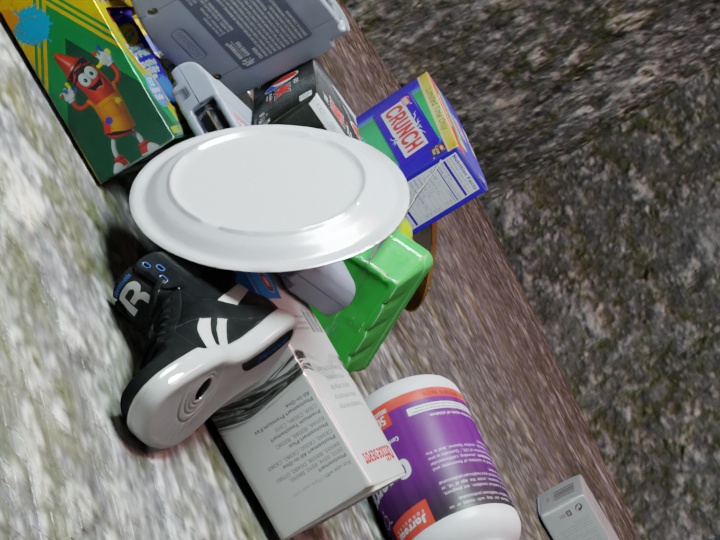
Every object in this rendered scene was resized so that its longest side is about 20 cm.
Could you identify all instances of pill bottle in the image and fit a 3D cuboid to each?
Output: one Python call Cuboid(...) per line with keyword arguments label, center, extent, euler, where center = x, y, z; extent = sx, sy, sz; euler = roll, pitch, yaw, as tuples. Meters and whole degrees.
Cuboid(label="pill bottle", center=(0.070, 0.199, 1.716), extent=(0.112, 0.112, 0.201), euler=(46, 16, -56))

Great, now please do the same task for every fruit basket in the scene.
Cuboid(label="fruit basket", center=(0.000, 0.000, 1.701), extent=(0.093, 0.186, 0.200), euler=(30, 26, -4))

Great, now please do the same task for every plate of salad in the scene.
Cuboid(label="plate of salad", center=(-0.064, -0.046, 1.382), extent=(0.201, 0.198, 0.048), euler=(-108, -165, -54))

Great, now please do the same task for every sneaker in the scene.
Cuboid(label="sneaker", center=(-0.132, 0.046, 1.283), extent=(0.112, 0.073, 0.200), euler=(34, 23, 13))

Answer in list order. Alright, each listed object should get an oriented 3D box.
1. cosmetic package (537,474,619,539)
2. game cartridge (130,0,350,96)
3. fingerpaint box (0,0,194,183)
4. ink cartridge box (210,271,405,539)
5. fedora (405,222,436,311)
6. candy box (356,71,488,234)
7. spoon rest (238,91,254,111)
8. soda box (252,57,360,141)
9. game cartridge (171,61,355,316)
Cuboid(label="cosmetic package", center=(0.319, 0.386, 2.635), extent=(0.201, 0.074, 0.102), euler=(61, 9, -6))
Cuboid(label="game cartridge", center=(-0.102, -0.210, 1.532), extent=(0.200, 0.132, 0.042), euler=(45, 26, -61))
Cuboid(label="fingerpaint box", center=(-0.195, -0.164, 1.538), extent=(0.168, 0.073, 0.200), euler=(60, 9, -2))
Cuboid(label="ink cartridge box", center=(-0.059, 0.089, 1.436), extent=(0.201, 0.084, 0.146), euler=(60, 8, 7))
Cuboid(label="fedora", center=(0.033, -0.050, 2.291), extent=(0.201, 0.081, 0.202), euler=(178, -90, -77))
Cuboid(label="candy box", center=(0.026, -0.106, 2.175), extent=(0.077, 0.199, 0.169), euler=(53, 10, -34))
Cuboid(label="spoon rest", center=(-0.101, -0.097, 1.671), extent=(0.200, 0.099, 0.061), euler=(44, 13, 7))
Cuboid(label="soda box", center=(-0.043, -0.117, 1.567), extent=(0.071, 0.063, 0.200), euler=(54, 8, -14))
Cuboid(label="game cartridge", center=(-0.073, -0.062, 1.511), extent=(0.201, 0.041, 0.133), euler=(59, 4, 20))
